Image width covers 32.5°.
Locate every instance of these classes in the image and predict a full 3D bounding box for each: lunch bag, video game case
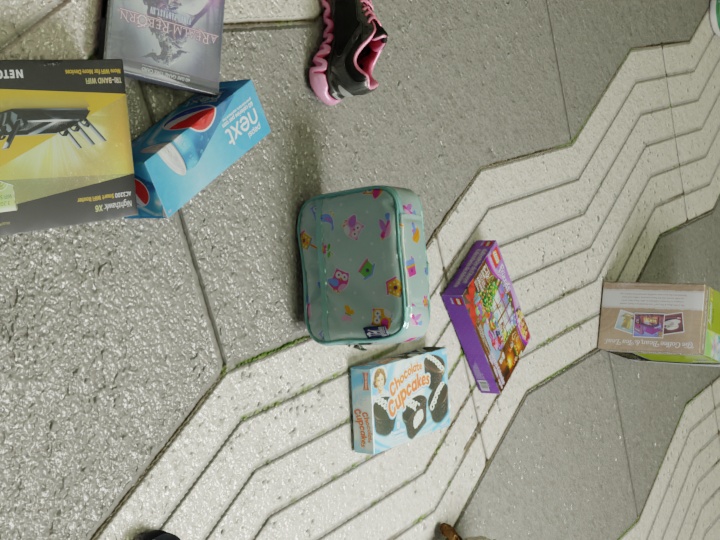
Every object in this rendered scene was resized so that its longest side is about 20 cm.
[{"bbox_3d":[0.000,0.000,1.520,0.077,0.160,0.200,4,81,-61],"label":"lunch bag"},{"bbox_3d":[-0.205,-0.295,1.303,0.143,0.019,0.200,8,81,-41],"label":"video game case"}]

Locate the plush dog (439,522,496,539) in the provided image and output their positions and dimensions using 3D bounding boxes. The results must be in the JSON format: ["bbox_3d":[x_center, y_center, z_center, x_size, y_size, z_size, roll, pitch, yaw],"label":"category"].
[{"bbox_3d":[0.168,0.476,1.818,0.200,0.160,0.172,-25,129,-23],"label":"plush dog"}]

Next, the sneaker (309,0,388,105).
[{"bbox_3d":[-0.001,-0.307,1.566,0.079,0.095,0.200,21,72,-52],"label":"sneaker"}]

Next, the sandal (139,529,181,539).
[{"bbox_3d":[-0.198,0.371,1.332,0.076,0.043,0.200,-26,112,-53],"label":"sandal"}]

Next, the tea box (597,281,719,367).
[{"bbox_3d":[0.581,0.102,2.331,0.197,0.200,0.134,18,76,-55],"label":"tea box"}]

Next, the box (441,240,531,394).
[{"bbox_3d":[0.198,0.072,1.911,0.137,0.039,0.200,-55,133,-40],"label":"box"}]

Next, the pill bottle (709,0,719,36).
[{"bbox_3d":[0.903,-0.594,2.793,0.113,0.200,0.113,-2,92,-55],"label":"pill bottle"}]

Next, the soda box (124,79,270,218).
[{"bbox_3d":[-0.183,-0.133,1.328,0.200,0.064,0.068,-48,129,-45],"label":"soda box"}]

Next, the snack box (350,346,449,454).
[{"bbox_3d":[0.058,0.176,1.708,0.200,0.037,0.116,-10,98,-55],"label":"snack box"}]

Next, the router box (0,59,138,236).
[{"bbox_3d":[-0.303,-0.118,1.162,0.200,0.052,0.157,-16,104,-54],"label":"router box"}]
